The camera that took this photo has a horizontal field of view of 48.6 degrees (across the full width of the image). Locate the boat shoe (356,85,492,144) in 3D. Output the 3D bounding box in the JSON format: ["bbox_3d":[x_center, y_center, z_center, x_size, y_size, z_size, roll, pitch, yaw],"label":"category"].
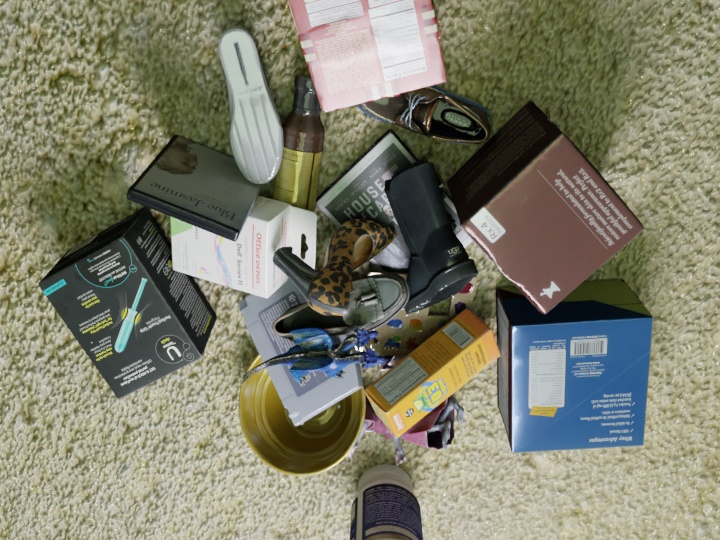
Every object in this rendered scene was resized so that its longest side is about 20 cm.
[{"bbox_3d":[0.084,-0.217,1.057,0.195,0.073,0.074,12,111,-4],"label":"boat shoe"}]

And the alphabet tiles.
[{"bbox_3d":[0.066,0.080,1.191,0.195,0.008,0.170,3,117,-7],"label":"alphabet tiles"}]

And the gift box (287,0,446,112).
[{"bbox_3d":[0.012,-0.332,0.949,0.180,0.189,0.203,-8,127,6],"label":"gift box"}]

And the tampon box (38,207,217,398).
[{"bbox_3d":[-0.324,0.045,1.136,0.148,0.127,0.202,-25,110,11],"label":"tampon box"}]

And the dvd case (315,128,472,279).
[{"bbox_3d":[0.054,-0.077,1.139,0.150,0.025,0.200,-40,107,15],"label":"dvd case"}]

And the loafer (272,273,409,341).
[{"bbox_3d":[-0.029,0.057,1.083,0.197,0.063,0.073,-20,83,21],"label":"loafer"}]

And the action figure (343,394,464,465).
[{"bbox_3d":[0.049,0.218,1.215,0.196,0.134,0.152,1,77,27],"label":"action figure"}]

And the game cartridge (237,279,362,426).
[{"bbox_3d":[-0.082,0.102,1.154,0.132,0.041,0.203,-30,76,12],"label":"game cartridge"}]

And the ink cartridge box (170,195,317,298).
[{"bbox_3d":[-0.161,-0.040,1.091,0.196,0.067,0.119,15,119,19],"label":"ink cartridge box"}]

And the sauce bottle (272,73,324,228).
[{"bbox_3d":[-0.081,-0.162,1.087,0.063,0.065,0.204,10,110,-3],"label":"sauce bottle"}]

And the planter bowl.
[{"bbox_3d":[-0.078,0.200,1.200,0.196,0.083,0.205,-2,82,13],"label":"planter bowl"}]

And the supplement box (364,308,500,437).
[{"bbox_3d":[0.105,0.148,1.153,0.198,0.069,0.067,-36,132,-10],"label":"supplement box"}]

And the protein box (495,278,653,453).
[{"bbox_3d":[0.303,0.138,1.161,0.194,0.135,0.204,-4,112,2],"label":"protein box"}]

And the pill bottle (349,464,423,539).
[{"bbox_3d":[0.040,0.400,1.234,0.113,0.201,0.118,0,114,1],"label":"pill bottle"}]

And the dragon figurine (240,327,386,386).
[{"bbox_3d":[-0.066,0.113,1.065,0.195,0.100,0.060,-1,68,-3],"label":"dragon figurine"}]

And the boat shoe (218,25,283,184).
[{"bbox_3d":[-0.140,-0.220,1.059,0.070,0.071,0.205,-6,105,3],"label":"boat shoe"}]

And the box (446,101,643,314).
[{"bbox_3d":[0.230,-0.088,1.039,0.164,0.201,0.166,-42,106,15],"label":"box"}]

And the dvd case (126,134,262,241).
[{"bbox_3d":[-0.204,-0.112,1.032,0.140,0.201,0.018,22,118,-7],"label":"dvd case"}]

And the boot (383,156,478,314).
[{"bbox_3d":[0.082,-0.044,1.082,0.075,0.200,0.171,-18,78,-16],"label":"boot"}]

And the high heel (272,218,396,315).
[{"bbox_3d":[0.000,0.000,1.046,0.197,0.142,0.073,-17,131,-33],"label":"high heel"}]
